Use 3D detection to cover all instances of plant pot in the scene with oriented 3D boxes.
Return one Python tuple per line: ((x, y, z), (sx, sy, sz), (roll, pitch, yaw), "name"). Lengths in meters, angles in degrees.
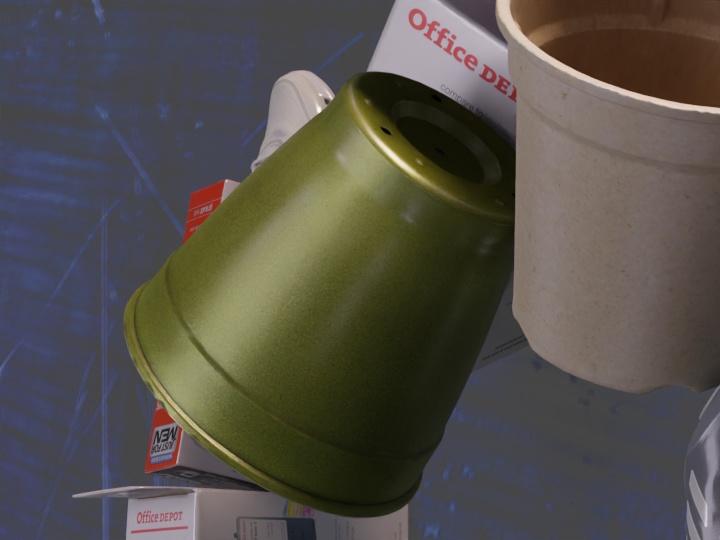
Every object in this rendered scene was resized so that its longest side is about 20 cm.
((0.157, -0.044, 1.461), (0.201, 0.199, 0.185), (-127, 38, -53), "plant pot")
((0.000, 0.000, 1.578), (0.193, 0.199, 0.201), (-55, 38, 24), "plant pot")

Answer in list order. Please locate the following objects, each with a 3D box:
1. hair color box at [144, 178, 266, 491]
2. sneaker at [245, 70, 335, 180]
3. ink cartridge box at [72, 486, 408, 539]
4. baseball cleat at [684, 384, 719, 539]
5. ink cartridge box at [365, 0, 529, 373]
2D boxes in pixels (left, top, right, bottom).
((-0.073, 0.051, 1.923), (0.064, 0.110, 0.201), (-19, 59, 61), "hair color box")
((-0.052, -0.035, 1.814), (0.075, 0.081, 0.202), (153, 121, -61), "sneaker")
((-0.081, 0.181, 1.842), (0.117, 0.199, 0.068), (-14, 72, 62), "ink cartridge box")
((0.202, 0.153, 1.428), (0.106, 0.069, 0.202), (-152, 71, -69), "baseball cleat")
((0.066, -0.065, 1.668), (0.146, 0.084, 0.201), (37, 123, 24), "ink cartridge box")
